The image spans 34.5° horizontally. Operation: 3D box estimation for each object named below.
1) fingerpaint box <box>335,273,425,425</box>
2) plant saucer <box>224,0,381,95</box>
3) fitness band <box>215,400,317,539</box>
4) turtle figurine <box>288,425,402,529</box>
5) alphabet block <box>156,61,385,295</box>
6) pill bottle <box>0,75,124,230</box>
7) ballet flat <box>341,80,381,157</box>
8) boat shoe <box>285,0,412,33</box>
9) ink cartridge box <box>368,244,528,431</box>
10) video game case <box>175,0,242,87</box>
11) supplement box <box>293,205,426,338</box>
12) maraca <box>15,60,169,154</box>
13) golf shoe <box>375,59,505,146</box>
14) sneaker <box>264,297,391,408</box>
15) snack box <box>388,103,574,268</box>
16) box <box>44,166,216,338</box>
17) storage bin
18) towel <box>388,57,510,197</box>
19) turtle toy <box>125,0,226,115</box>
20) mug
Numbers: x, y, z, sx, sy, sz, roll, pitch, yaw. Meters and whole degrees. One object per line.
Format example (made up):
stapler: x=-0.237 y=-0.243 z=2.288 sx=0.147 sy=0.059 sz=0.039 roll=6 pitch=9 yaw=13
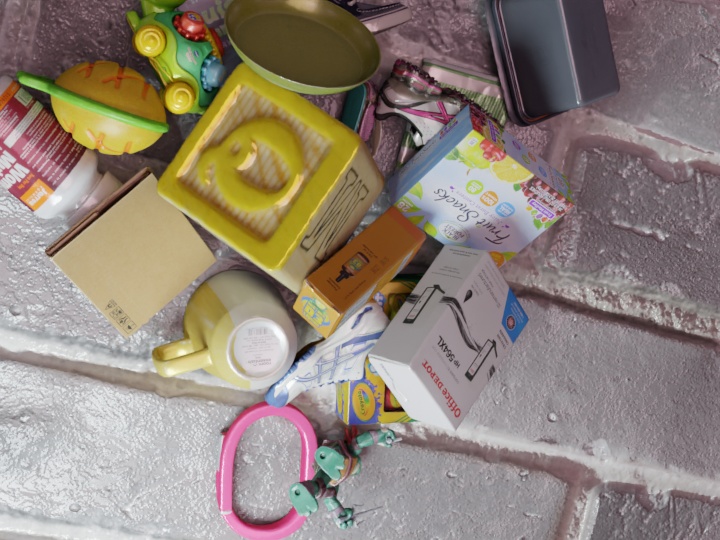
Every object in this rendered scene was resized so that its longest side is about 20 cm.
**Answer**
fingerpaint box: x=0.053 y=0.109 z=1.638 sx=0.164 sy=0.073 sz=0.204 roll=0 pitch=98 yaw=-17
plant saucer: x=-0.072 y=-0.274 z=1.414 sx=0.197 sy=0.202 sz=0.031 roll=6 pitch=135 yaw=-18
fitness band: x=-0.130 y=0.282 z=1.628 sx=0.141 sy=0.037 sz=0.204 roll=1 pitch=99 yaw=-18
turtle figurine: x=-0.023 y=0.279 z=1.606 sx=0.100 sy=0.199 sz=0.152 roll=20 pitch=95 yaw=23
alphabet block: x=-0.105 y=-0.107 z=1.453 sx=0.194 sy=0.200 sz=0.198 roll=32 pitch=87 yaw=12
pill bottle: x=-0.397 y=-0.136 z=1.438 sx=0.200 sy=0.109 sz=0.110 roll=42 pitch=85 yaw=-19
ballet flat: x=-0.010 y=-0.158 z=1.587 sx=0.071 sy=0.069 sz=0.203 roll=20 pitch=92 yaw=-39
boat shoe: x=-0.032 y=-0.344 z=1.518 sx=0.197 sy=0.075 sz=0.094 roll=-18 pitch=97 yaw=-16
ink cartridge box: x=0.120 y=0.090 z=1.554 sx=0.201 sy=0.084 sz=0.147 roll=-54 pitch=129 yaw=-22
video game case: x=-0.140 y=-0.342 z=1.533 sx=0.198 sy=0.023 sz=0.184 roll=-27 pitch=105 yaw=-12
supplement box: x=0.000 y=0.000 z=1.509 sx=0.066 sy=0.069 sz=0.200 roll=42 pitch=48 yaw=9
maraca: x=-0.325 y=-0.205 z=1.414 sx=0.198 sy=0.137 sz=0.108 roll=22 pitch=94 yaw=15
golf shoe: x=0.109 y=-0.208 z=1.588 sx=0.198 sy=0.073 sz=0.093 roll=25 pitch=104 yaw=-23
sneaker: x=-0.037 y=0.128 z=1.547 sx=0.199 sy=0.075 sz=0.088 roll=-41 pitch=98 yaw=4
snack box: x=0.164 y=-0.106 z=1.589 sx=0.199 sy=0.068 sz=0.168 roll=33 pitch=123 yaw=-27
box: x=-0.286 y=-0.019 z=1.480 sx=0.163 sy=0.021 sz=0.201 roll=-41 pitch=143 yaw=-8
storage bin: x=0.281 y=-0.310 z=1.602 sx=0.144 sy=0.134 sz=0.203 roll=-22 pitch=106 yaw=-28
towel: x=0.131 y=-0.186 z=1.646 sx=0.150 sy=0.023 sz=0.203 roll=12 pitch=96 yaw=-18
turtle toy: x=-0.229 y=-0.286 z=1.446 sx=0.100 sy=0.146 sz=0.202 roll=-27 pitch=105 yaw=-7
mug: x=-0.162 y=0.100 z=1.527 sx=0.149 sy=0.153 sz=0.187 roll=43 pitch=85 yaw=-19
